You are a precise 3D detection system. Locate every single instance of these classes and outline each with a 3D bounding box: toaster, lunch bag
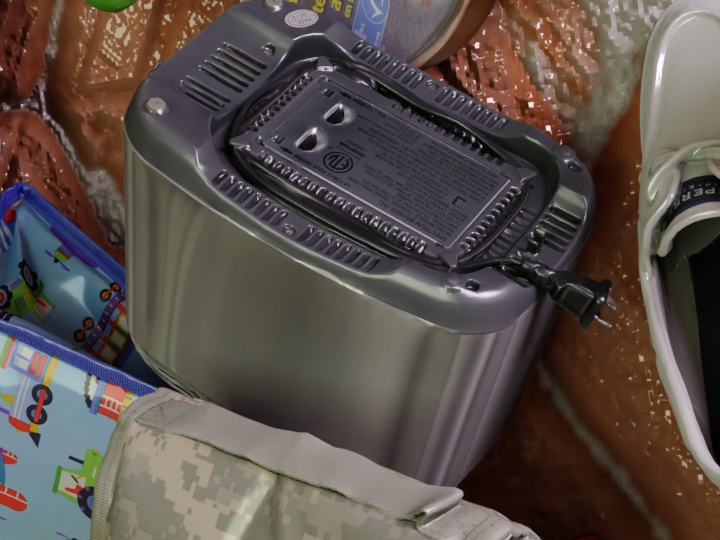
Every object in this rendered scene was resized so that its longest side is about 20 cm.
[{"bbox_3d":[0.000,0.000,0.833,0.199,0.114,0.130,28,137,15],"label":"toaster"},{"bbox_3d":[-0.104,0.086,0.924,0.199,0.094,0.151,31,127,16],"label":"lunch bag"},{"bbox_3d":[-0.005,0.142,0.792,0.163,0.117,0.201,18,125,37],"label":"lunch bag"}]

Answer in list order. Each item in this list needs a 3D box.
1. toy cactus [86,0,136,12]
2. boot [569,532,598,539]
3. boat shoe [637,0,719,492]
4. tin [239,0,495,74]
[{"bbox_3d":[-0.098,-0.209,0.861,0.164,0.102,0.201,-15,74,34],"label":"toy cactus"},{"bbox_3d":[0.100,0.184,0.850,0.199,0.072,0.145,25,109,27],"label":"boot"},{"bbox_3d":[0.129,-0.015,0.760,0.073,0.065,0.201,-22,62,25],"label":"boat shoe"},{"bbox_3d":[0.013,-0.170,0.852,0.111,0.042,0.201,22,109,20],"label":"tin"}]
